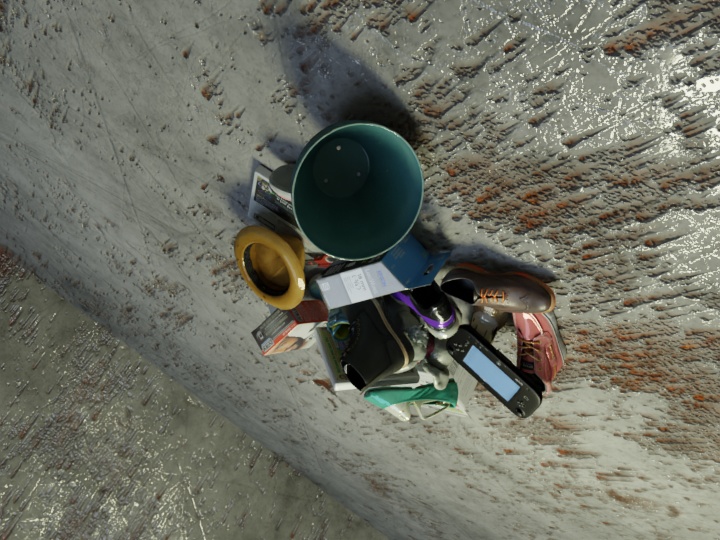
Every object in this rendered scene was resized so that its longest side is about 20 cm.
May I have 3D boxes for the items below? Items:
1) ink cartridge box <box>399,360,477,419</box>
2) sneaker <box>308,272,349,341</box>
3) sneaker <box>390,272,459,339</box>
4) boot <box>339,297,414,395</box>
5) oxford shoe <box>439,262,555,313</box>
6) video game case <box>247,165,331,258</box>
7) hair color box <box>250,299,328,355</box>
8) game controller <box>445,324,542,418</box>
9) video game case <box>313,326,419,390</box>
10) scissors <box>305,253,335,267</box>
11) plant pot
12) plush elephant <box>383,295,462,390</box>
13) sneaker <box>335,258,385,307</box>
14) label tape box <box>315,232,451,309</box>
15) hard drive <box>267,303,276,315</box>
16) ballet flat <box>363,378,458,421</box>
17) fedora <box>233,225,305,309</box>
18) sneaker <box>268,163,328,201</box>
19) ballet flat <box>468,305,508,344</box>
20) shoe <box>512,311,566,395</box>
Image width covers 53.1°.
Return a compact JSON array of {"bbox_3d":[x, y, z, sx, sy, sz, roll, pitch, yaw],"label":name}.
[{"bbox_3d":[0.153,0.237,1.612,0.197,0.085,0.177,6,143,42],"label":"ink cartridge box"},{"bbox_3d":[-0.057,0.081,1.521,0.197,0.132,0.080,7,147,40],"label":"sneaker"},{"bbox_3d":[0.100,0.028,1.286,0.200,0.069,0.100,41,166,43],"label":"sneaker"},{"bbox_3d":[-0.011,0.112,1.282,0.200,0.137,0.078,44,137,20],"label":"boot"},{"bbox_3d":[0.224,0.041,1.198,0.196,0.072,0.073,11,115,35],"label":"oxford shoe"},{"bbox_3d":[-0.128,-0.103,1.412,0.197,0.024,0.182,33,154,1],"label":"video game case"},{"bbox_3d":[-0.139,0.122,1.585,0.065,0.111,0.199,55,-160,17],"label":"hair color box"},{"bbox_3d":[0.238,0.180,1.293,0.199,0.042,0.105,42,157,14],"label":"game controller"},{"bbox_3d":[0.009,0.174,1.492,0.177,0.201,0.023,-2,119,-16],"label":"video game case"},{"bbox_3d":[-0.094,-0.022,1.464,0.195,0.014,0.073,7,154,26],"label":"scissors"},{"bbox_3d":[-0.016,-0.137,1.087,0.200,0.199,0.135,46,-173,-27],"label":"plant pot"},{"bbox_3d":[0.116,0.139,1.402,0.153,0.168,0.199,28,170,-28],"label":"plush elephant"},{"bbox_3d":[0.000,0.000,1.391,0.075,0.089,0.205,-8,116,7],"label":"sneaker"},{"bbox_3d":[0.041,-0.010,1.230,0.196,0.144,0.065,-16,107,28],"label":"label tape box"},{"bbox_3d":[-0.193,0.068,1.674,0.201,0.026,0.135,109,144,-63],"label":"hard drive"},{"bbox_3d":[0.105,0.258,1.415,0.194,0.072,0.068,-4,160,-15],"label":"ballet flat"},{"bbox_3d":[-0.168,-0.019,1.455,0.198,0.082,0.204,25,135,28],"label":"fedora"},{"bbox_3d":[-0.068,-0.117,1.262,0.196,0.076,0.106,15,144,22],"label":"sneaker"},{"bbox_3d":[0.230,0.106,1.333,0.069,0.066,0.202,23,152,16],"label":"ballet flat"},{"bbox_3d":[0.305,0.132,1.267,0.070,0.092,0.201,6,143,40],"label":"shoe"}]
